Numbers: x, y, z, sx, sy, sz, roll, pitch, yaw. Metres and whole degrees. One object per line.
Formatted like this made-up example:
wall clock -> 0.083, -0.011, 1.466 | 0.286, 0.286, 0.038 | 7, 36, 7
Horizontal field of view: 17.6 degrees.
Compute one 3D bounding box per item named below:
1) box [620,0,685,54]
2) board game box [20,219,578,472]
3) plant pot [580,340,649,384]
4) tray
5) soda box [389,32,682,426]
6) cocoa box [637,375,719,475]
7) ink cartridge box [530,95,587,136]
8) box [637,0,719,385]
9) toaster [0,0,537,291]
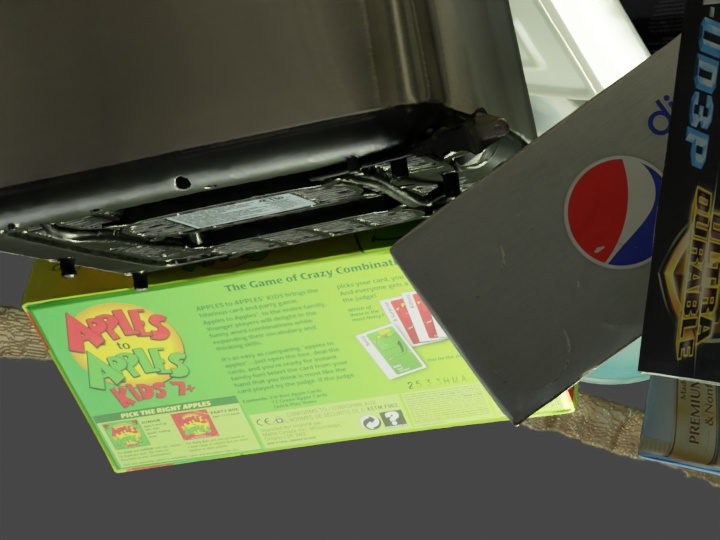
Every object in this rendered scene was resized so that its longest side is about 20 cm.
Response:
box -> 0.230, -0.097, 1.054 | 0.200, 0.036, 0.143 | 7, -179, -19
board game box -> -0.022, 0.019, 0.927 | 0.200, 0.048, 0.102 | -9, 130, 17
plant pot -> 0.184, -0.040, 1.557 | 0.200, 0.200, 0.188 | 8, 165, -5
tray -> 0.027, -0.108, 0.998 | 0.200, 0.022, 0.107 | 9, 149, 38
soda box -> 0.108, -0.038, 0.707 | 0.200, 0.068, 0.063 | -37, 177, 4
cocoa box -> 0.199, -0.016, 0.825 | 0.131, 0.200, 0.133 | 9, 180, 41
ink cartridge box -> 0.115, -0.064, 1.117 | 0.200, 0.047, 0.160 | 41, 170, -17
box -> 0.171, -0.040, 0.604 | 0.200, 0.159, 0.046 | 9, 179, -30
toaster -> -0.033, -0.070, 0.798 | 0.200, 0.119, 0.181 | -11, 174, 16
